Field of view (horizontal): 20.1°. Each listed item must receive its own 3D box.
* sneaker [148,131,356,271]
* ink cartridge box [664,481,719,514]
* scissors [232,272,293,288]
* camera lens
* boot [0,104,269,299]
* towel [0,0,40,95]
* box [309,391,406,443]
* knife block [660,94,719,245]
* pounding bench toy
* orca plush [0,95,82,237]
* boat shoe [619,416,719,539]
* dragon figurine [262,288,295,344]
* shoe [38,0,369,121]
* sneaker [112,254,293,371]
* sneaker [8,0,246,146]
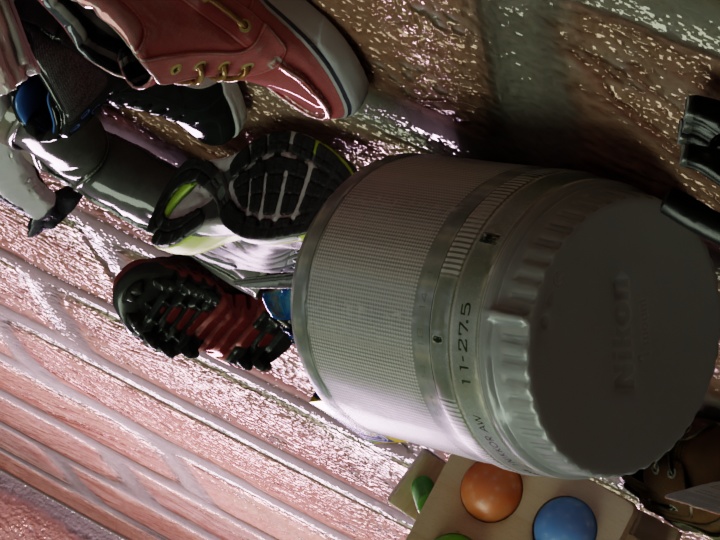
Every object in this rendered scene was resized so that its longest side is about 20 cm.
[{"bbox_3d":[-0.051,-0.037,1.282,0.081,0.074,0.200,23,167,-32],"label":"sneaker"},{"bbox_3d":[0.286,0.155,1.123,0.199,0.048,0.160,-1,-169,-44],"label":"ink cartridge box"},{"bbox_3d":[0.000,0.000,1.315,0.199,0.014,0.073,10,142,22],"label":"scissors"},{"bbox_3d":[0.072,0.022,1.091,0.200,0.160,0.160,10,153,50],"label":"camera lens"},{"bbox_3d":[-0.145,-0.056,1.401,0.200,0.073,0.182,37,177,6],"label":"boot"},{"bbox_3d":[-0.252,-0.186,1.135,0.191,0.032,0.201,-2,109,60],"label":"towel"},{"bbox_3d":[0.037,0.080,1.464,0.064,0.070,0.200,33,163,-16],"label":"box"},{"bbox_3d":[0.230,-0.010,0.897,0.200,0.064,0.175,43,160,-33],"label":"knife block"},{"bbox_3d":[0.082,0.173,1.334,0.199,0.125,0.156,26,176,26],"label":"pounding bench toy"},{"bbox_3d":[-0.272,-0.118,1.503,0.105,0.071,0.200,-32,133,20],"label":"orca plush"},{"bbox_3d":[0.213,0.130,1.299,0.068,0.072,0.200,31,163,-4],"label":"boat shoe"},{"bbox_3d":[-0.030,0.014,1.415,0.099,0.059,0.200,22,162,28],"label":"dragon figurine"},{"bbox_3d":[-0.084,-0.122,1.073,0.200,0.091,0.071,43,160,-32],"label":"shoe"},{"bbox_3d":[-0.128,0.017,1.509,0.098,0.071,0.200,50,-163,28],"label":"sneaker"},{"bbox_3d":[-0.148,-0.107,1.189,0.073,0.112,0.200,20,160,35],"label":"sneaker"}]
